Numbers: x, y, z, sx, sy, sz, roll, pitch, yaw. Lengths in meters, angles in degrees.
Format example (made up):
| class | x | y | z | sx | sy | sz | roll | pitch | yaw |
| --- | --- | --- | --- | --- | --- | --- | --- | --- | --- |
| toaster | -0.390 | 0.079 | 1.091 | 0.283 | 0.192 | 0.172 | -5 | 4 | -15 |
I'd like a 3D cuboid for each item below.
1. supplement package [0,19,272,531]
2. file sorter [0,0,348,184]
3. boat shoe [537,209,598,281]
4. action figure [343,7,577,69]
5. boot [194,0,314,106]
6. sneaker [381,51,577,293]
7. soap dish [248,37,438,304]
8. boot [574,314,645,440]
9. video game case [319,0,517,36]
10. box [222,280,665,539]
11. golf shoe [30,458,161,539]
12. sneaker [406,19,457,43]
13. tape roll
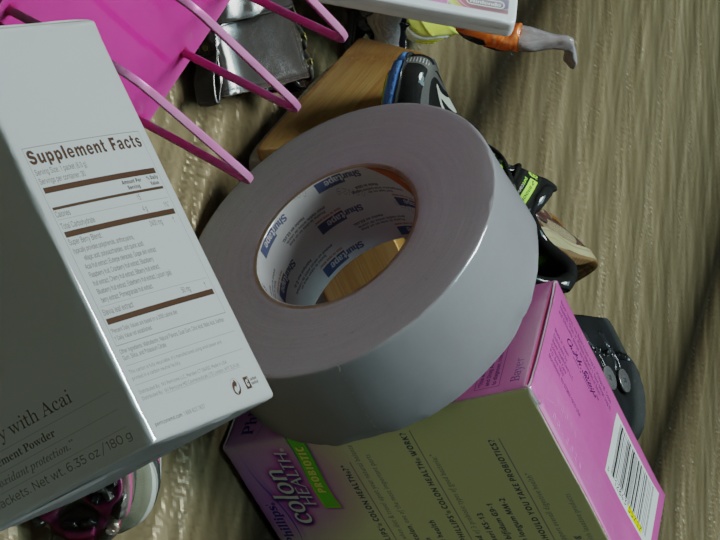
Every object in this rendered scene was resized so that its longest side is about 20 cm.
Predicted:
| class | x | y | z | sx | sy | sz | roll | pitch | yaw |
| --- | --- | --- | --- | --- | --- | --- | --- | --- | --- |
| supplement package | -0.153 | 0.002 | 1.085 | 0.201 | 0.121 | 0.120 | 63 | 26 | 5 |
| file sorter | -0.071 | -0.168 | 1.265 | 0.201 | 0.125 | 0.139 | -57 | 141 | -6 |
| boat shoe | 0.122 | -0.022 | 1.756 | 0.072 | 0.072 | 0.200 | 63 | 12 | 14 |
| action figure | 0.053 | -0.226 | 1.606 | 0.105 | 0.192 | 0.201 | 173 | -84 | -72 |
| boot | -0.066 | -0.195 | 1.473 | 0.200 | 0.069 | 0.175 | -31 | 107 | -53 |
| sneaker | 0.075 | -0.057 | 1.466 | 0.200 | 0.082 | 0.071 | 58 | 38 | -28 |
| soap dish | 0.022 | -0.032 | 1.529 | 0.201 | 0.081 | 0.157 | 64 | 35 | -20 |
| boot | 0.147 | 0.108 | 1.639 | 0.200 | 0.065 | 0.166 | 18 | 62 | -68 |
| video game case | 0.040 | -0.252 | 1.575 | 0.018 | 0.142 | 0.201 | 106 | -7 | -59 |
| box | 0.053 | 0.119 | 1.403 | 0.176 | 0.199 | 0.097 | 60 | 30 | -30 |
| golf shoe | -0.142 | 0.035 | 1.202 | 0.092 | 0.072 | 0.201 | -25 | 111 | -70 |
| sneaker | 0.061 | -0.268 | 1.707 | 0.076 | 0.104 | 0.201 | -20 | 99 | -70 |
| tape roll | 0.000 | 0.000 | 1.351 | 0.066 | 0.199 | 0.201 | 53 | 34 | -40 |
